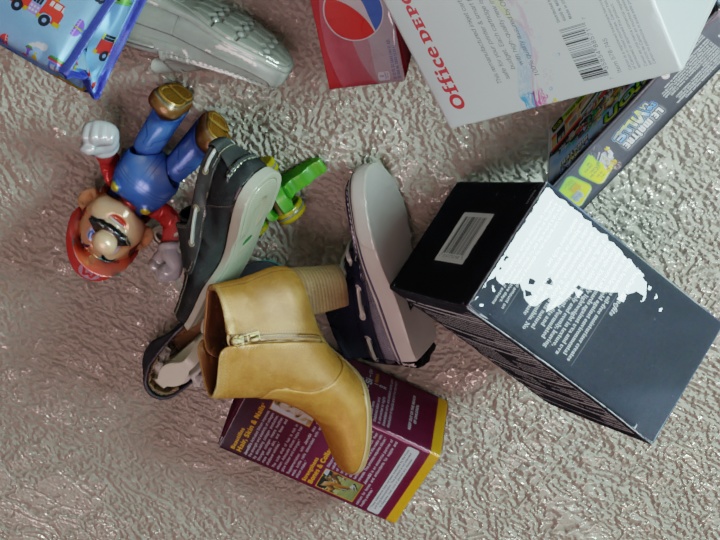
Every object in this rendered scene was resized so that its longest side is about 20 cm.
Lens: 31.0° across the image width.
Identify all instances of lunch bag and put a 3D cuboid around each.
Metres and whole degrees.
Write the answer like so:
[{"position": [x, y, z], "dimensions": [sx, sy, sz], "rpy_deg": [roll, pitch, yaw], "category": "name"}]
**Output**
[{"position": [-0.232, -0.265, 1.022], "dimensions": [0.149, 0.094, 0.202], "rpy_deg": [29, 88, 5], "category": "lunch bag"}]

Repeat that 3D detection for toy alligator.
[{"position": [-0.119, -0.050, 1.190], "dimensions": [0.198, 0.055, 0.060], "rpy_deg": [-22, 117, 23], "category": "toy alligator"}]

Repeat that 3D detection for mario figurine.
[{"position": [-0.200, -0.062, 1.161], "dimensions": [0.124, 0.105, 0.200], "rpy_deg": [51, 117, 22], "category": "mario figurine"}]

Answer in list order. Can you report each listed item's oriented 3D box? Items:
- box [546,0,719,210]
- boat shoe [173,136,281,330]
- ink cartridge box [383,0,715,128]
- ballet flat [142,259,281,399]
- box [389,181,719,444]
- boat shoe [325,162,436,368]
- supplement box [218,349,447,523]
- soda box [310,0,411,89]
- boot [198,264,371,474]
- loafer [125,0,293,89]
[{"position": [0.224, -0.146, 1.029], "dimensions": [0.035, 0.111, 0.200], "rpy_deg": [33, 123, -13], "category": "box"}, {"position": [-0.129, -0.029, 1.139], "dimensions": [0.067, 0.072, 0.201], "rpy_deg": [34, 132, 10], "category": "boat shoe"}, {"position": [0.137, -0.218, 0.946], "dimensions": [0.198, 0.145, 0.146], "rpy_deg": [-9, 123, 37], "category": "ink cartridge box"}, {"position": [-0.146, 0.066, 1.265], "dimensions": [0.199, 0.073, 0.073], "rpy_deg": [-36, 111, 29], "category": "ballet flat"}, {"position": [0.158, 0.028, 1.089], "dimensions": [0.198, 0.200, 0.124], "rpy_deg": [37, 84, -16], "category": "box"}, {"position": [0.000, 0.000, 1.196], "dimensions": [0.092, 0.075, 0.202], "rpy_deg": [-2, 114, 32], "category": "boat shoe"}, {"position": [-0.026, 0.152, 1.290], "dimensions": [0.198, 0.086, 0.111], "rpy_deg": [25, 124, -7], "category": "supplement box"}, {"position": [-0.008, -0.250, 1.030], "dimensions": [0.069, 0.064, 0.202], "rpy_deg": [-5, 123, 13], "category": "soda box"}, {"position": [-0.070, 0.098, 1.146], "dimensions": [0.070, 0.143, 0.204], "rpy_deg": [4, 105, 55], "category": "boot"}, {"position": [-0.152, -0.196, 1.090], "dimensions": [0.198, 0.070, 0.070], "rpy_deg": [26, 119, 4], "category": "loafer"}]
